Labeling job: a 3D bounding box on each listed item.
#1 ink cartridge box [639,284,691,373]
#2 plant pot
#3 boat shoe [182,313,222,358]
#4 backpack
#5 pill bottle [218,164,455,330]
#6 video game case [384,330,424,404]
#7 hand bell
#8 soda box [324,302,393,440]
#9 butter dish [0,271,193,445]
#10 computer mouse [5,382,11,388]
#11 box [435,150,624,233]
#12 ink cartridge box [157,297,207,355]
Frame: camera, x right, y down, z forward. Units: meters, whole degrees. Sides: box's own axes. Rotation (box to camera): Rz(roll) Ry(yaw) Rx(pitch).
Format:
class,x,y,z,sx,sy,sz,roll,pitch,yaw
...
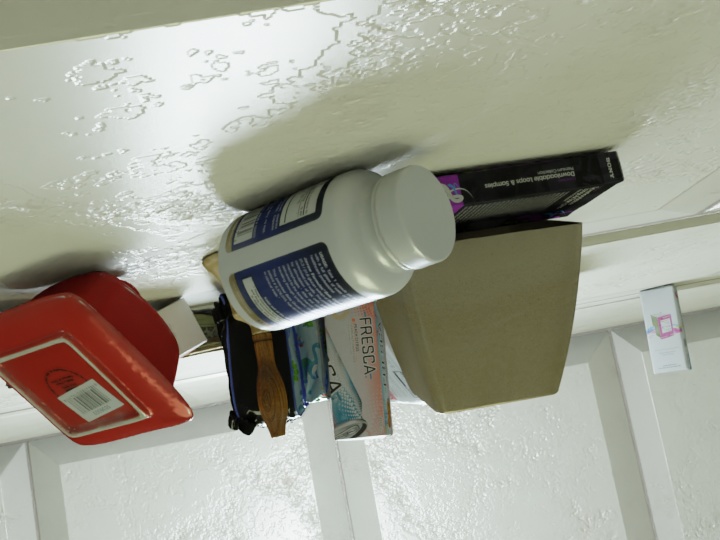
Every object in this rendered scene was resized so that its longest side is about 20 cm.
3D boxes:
class,x,y,z,sx,sy,sz,roll,pitch,yaw
ink cartridge box,0.734,0.143,2.448,0.084,0.203,0.144,-10,171,20
plant pot,0.120,0.047,1.099,0.197,0.180,0.200,-8,-175,-10
boat shoe,-0.179,0.100,1.476,0.197,0.064,0.073,2,163,-18
backpack,-0.108,0.111,1.344,0.145,0.186,0.200,-9,176,-4
pill bottle,-0.020,-0.022,0.884,0.198,0.113,0.110,-18,168,37
video game case,-0.001,0.111,1.434,0.023,0.201,0.181,-49,-159,-27
hand bell,-0.107,0.080,1.108,0.103,0.203,0.104,-10,170,-2
soda box,-0.004,0.109,1.277,0.067,0.203,0.064,-7,169,10
butter dish,-0.278,0.072,1.082,0.198,0.149,0.200,-18,124,33
computer mouse,-0.381,0.100,1.275,0.058,0.034,0.200,-22,-174,19
box,0.141,-0.072,1.013,0.197,0.037,0.143,-8,171,-13
ink cartridge box,-0.308,0.119,1.315,0.199,0.068,0.116,-30,179,-25
